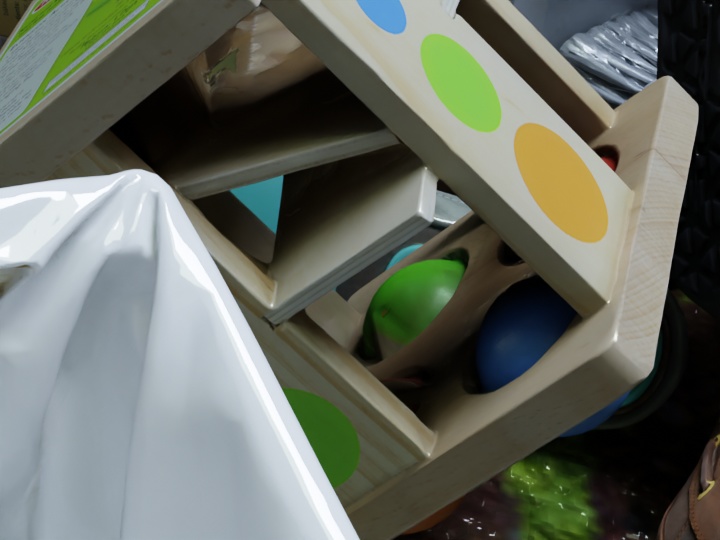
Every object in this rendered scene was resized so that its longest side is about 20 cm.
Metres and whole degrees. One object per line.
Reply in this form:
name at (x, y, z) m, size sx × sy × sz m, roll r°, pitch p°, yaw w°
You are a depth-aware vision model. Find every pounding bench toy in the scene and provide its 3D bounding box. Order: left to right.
pounding bench toy at (-0.032, -0.001, 0.662) m, size 0.156 × 0.200 × 0.124 m, roll 44°, pitch 33°, yaw -17°

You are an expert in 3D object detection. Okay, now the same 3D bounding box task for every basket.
basket at (-0.072, 0.100, 0.498) m, size 0.135 × 0.123 × 0.200 m, roll -12°, pitch 58°, yaw -27°

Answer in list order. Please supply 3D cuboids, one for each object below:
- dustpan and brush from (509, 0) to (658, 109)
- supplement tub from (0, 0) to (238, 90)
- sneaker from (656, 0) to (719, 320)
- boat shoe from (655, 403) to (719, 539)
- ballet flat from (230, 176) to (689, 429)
dustpan and brush at (0.134, -0.065, 0.826) m, size 0.200 × 0.140 × 0.057 m, roll -14°, pitch 34°, yaw -35°
supplement tub at (-0.072, -0.123, 0.804) m, size 0.200 × 0.146 × 0.145 m, roll 14°, pitch 33°, yaw 15°
sneaker at (0.129, -0.079, 0.702) m, size 0.083 × 0.200 × 0.072 m, roll -2°, pitch 14°, yaw -25°
boat shoe at (0.139, 0.049, 0.743) m, size 0.072 × 0.068 × 0.200 m, roll 27°, pitch 36°, yaw 13°
ballet flat at (0.000, 0.000, 0.769) m, size 0.200 × 0.067 × 0.064 m, roll 18°, pitch 8°, yaw -1°
